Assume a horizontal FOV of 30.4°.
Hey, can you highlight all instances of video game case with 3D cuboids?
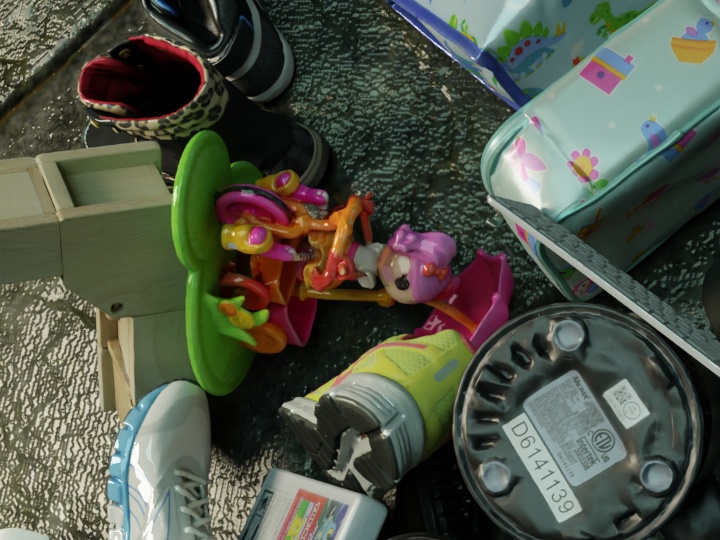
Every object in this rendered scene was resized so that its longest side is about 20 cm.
[{"bbox_3d":[-0.060,0.212,0.741,0.023,0.182,0.200,28,78,-15],"label":"video game case"}]

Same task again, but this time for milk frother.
[{"bbox_3d":[0.100,0.119,0.700,0.200,0.188,0.181,-17,80,19],"label":"milk frother"}]

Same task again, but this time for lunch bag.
[{"bbox_3d":[0.100,-0.209,0.838,0.170,0.127,0.200,-48,42,7],"label":"lunch bag"},{"bbox_3d":[0.163,-0.073,0.747,0.200,0.160,0.077,-38,68,5],"label":"lunch bag"}]

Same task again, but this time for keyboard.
[{"bbox_3d":[0.142,0.023,0.612,0.200,0.056,0.011,39,101,26],"label":"keyboard"}]

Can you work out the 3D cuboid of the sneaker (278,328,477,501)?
[{"bbox_3d":[0.018,0.079,0.739,0.090,0.200,0.078,-39,92,-18],"label":"sneaker"}]

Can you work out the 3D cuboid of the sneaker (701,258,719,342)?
[{"bbox_3d":[0.222,0.040,0.687,0.076,0.091,0.200,-63,23,19],"label":"sneaker"}]

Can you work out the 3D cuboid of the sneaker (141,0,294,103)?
[{"bbox_3d":[-0.127,-0.213,0.946,0.073,0.112,0.200,-42,63,8],"label":"sneaker"}]

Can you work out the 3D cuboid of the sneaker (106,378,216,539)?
[{"bbox_3d":[-0.108,0.165,0.796,0.087,0.075,0.200,0,73,32],"label":"sneaker"}]

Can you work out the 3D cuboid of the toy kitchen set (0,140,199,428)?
[{"bbox_3d":[-0.212,0.013,0.854,0.163,0.180,0.200,-126,33,-50],"label":"toy kitchen set"}]

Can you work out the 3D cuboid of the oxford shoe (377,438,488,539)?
[{"bbox_3d":[0.033,0.168,0.791,0.084,0.073,0.200,-19,66,29],"label":"oxford shoe"}]

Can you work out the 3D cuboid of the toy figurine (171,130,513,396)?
[{"bbox_3d":[0.000,0.000,0.803,0.184,0.200,0.150,6,56,14],"label":"toy figurine"}]

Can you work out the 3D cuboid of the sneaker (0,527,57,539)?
[{"bbox_3d":[-0.154,0.226,0.867,0.200,0.081,0.076,25,71,9],"label":"sneaker"}]

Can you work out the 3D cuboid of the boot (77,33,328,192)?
[{"bbox_3d":[-0.138,-0.103,0.898,0.200,0.151,0.073,13,80,29],"label":"boot"}]
